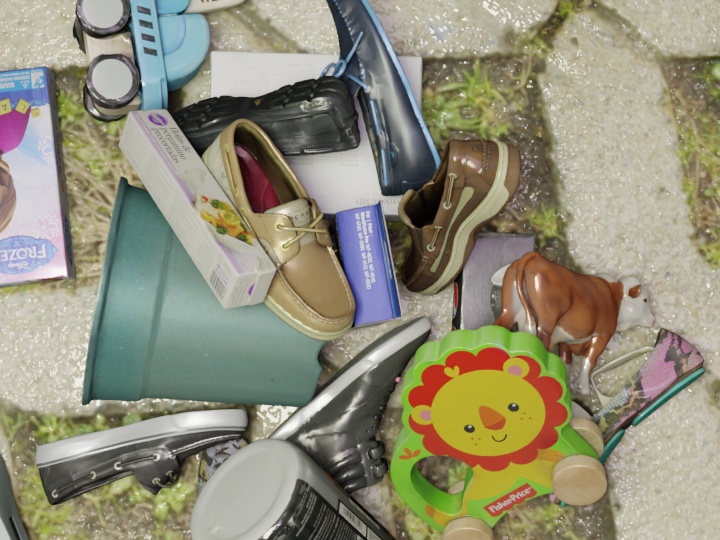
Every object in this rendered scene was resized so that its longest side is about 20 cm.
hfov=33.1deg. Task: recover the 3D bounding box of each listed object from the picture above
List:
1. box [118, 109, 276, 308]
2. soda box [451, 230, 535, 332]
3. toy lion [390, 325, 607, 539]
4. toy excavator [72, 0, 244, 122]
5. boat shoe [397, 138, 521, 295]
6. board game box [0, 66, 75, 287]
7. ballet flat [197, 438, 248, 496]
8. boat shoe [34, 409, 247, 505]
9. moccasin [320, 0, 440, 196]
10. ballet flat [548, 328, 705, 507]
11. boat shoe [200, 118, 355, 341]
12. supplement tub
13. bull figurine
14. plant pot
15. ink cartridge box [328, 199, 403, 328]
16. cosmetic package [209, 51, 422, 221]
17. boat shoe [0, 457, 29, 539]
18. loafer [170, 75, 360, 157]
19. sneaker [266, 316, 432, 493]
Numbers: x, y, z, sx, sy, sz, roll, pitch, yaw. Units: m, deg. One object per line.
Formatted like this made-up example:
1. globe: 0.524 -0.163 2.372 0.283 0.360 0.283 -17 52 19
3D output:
1. box: -0.135 -0.054 0.988 0.039 0.041 0.200 -9 49 -39
2. soda box: 0.120 0.065 1.128 0.071 0.063 0.201 3 86 -2
3. toy lion: 0.103 0.141 1.042 0.200 0.069 0.192 -37 111 28
4. toy excavator: -0.167 -0.241 1.133 0.199 0.100 0.195 -8 88 -16
5. boat shoe: 0.067 -0.051 1.074 0.075 0.202 0.075 12 51 -15
6. board game box: -0.377 -0.079 1.130 0.199 0.041 0.200 -7 86 -3
7. ballet flat: -0.111 0.250 1.104 0.072 0.072 0.201 -7 86 -3
8. boat shoe: -0.196 0.172 1.102 0.199 0.070 0.066 -11 80 -1
9. moccasin: 0.007 -0.162 1.082 0.068 0.080 0.200 -24 86 0
10. ballet flat: 0.232 0.131 1.132 0.200 0.069 0.071 -42 71 -8
11. boat shoe: -0.065 -0.035 0.987 0.074 0.066 0.200 -25 72 -37
12. supplement tub: -0.042 0.246 1.047 0.122 0.122 0.200 -44 122 -4
13. bull figurine: 0.189 0.047 1.089 0.200 0.065 0.122 19 83 -42
14. plant pot: -0.130 0.033 1.065 0.195 0.200 0.201 10 86 -9
15. ink cartridge box: 0.000 0.000 1.059 0.039 0.200 0.100 -9 85 -6
16. cosmetic package: -0.043 -0.124 1.141 0.199 0.052 0.151 2 83 -2
17. boat shoe: -0.356 0.232 1.099 0.086 0.075 0.203 -20 97 -1
18. loafer: -0.097 -0.118 1.073 0.200 0.068 0.071 -7 123 20
19. sneaker: 0.010 0.134 1.119 0.200 0.071 0.099 -42 90 2
